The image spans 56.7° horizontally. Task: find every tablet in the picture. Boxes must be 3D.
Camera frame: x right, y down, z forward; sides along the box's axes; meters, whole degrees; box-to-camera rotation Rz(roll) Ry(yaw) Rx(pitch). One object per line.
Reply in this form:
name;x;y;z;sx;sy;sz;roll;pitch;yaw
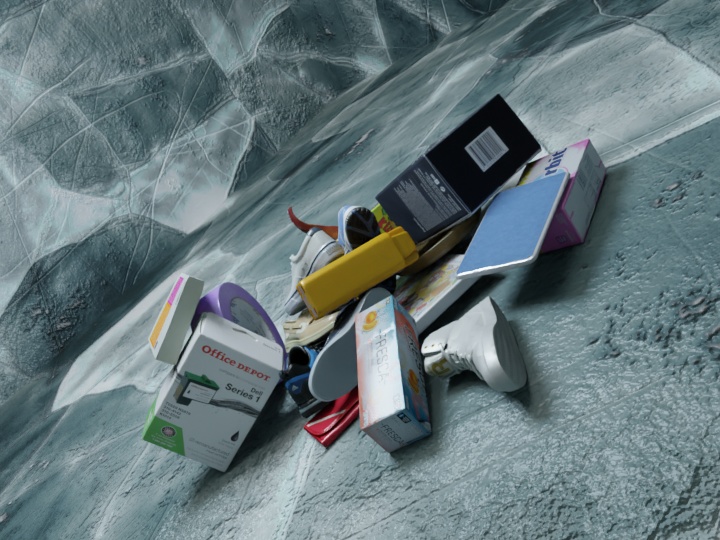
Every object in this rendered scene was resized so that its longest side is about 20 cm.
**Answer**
tablet;0.217;-0.065;0.943;0.130;0.014;0.200;-15;32;43

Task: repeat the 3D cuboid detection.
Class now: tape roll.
tape roll;-0.209;0.121;1.170;0.065;0.201;0.200;-32;20;12

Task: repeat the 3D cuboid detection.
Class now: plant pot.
plant pot;0.137;-0.051;1.168;0.200;0.028;0.200;-39;5;4

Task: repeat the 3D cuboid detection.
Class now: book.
book;-0.300;0.070;1.090;0.134;0.048;0.200;-70;17;-4

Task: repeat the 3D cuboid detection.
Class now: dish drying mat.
dish drying mat;0.003;0.171;0.975;0.200;0.018;0.077;-44;20;-16

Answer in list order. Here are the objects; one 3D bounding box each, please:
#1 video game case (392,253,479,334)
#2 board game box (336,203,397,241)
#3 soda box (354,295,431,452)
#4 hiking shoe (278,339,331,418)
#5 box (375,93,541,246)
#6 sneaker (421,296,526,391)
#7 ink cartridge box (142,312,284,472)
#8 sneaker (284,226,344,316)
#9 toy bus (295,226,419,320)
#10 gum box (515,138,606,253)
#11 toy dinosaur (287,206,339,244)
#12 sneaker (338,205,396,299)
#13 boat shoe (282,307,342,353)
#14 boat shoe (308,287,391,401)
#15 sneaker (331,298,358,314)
video game case;0.094;0.044;1.061;0.200;0.023;0.182;-42;13;-12
board game box;0.054;-0.073;1.218;0.200;0.102;0.048;-41;5;-15
soda box;0.039;0.130;0.873;0.068;0.064;0.201;-30;36;21
hiking shoe;-0.069;0.142;1.040;0.074;0.087;0.200;-32;11;13
box;0.161;-0.164;1.129;0.200;0.124;0.197;-42;3;-26
sneaker;0.133;0.112;0.820;0.115;0.074;0.200;-33;10;15
ink cartridge box;-0.226;0.188;1.035;0.201;0.145;0.084;-59;17;13
sneaker;-0.088;0.001;1.128;0.073;0.071;0.200;-23;-22;-42
toy bus;0.000;0.000;1.034;0.199;0.065;0.078;-30;-4;-17
gum box;0.297;-0.114;1.026;0.113;0.066;0.200;-17;29;43
toy dinosaur;-0.016;-0.046;1.253;0.180;0.201;0.105;-20;38;7
sneaker;0.008;-0.021;1.137;0.075;0.201;0.077;-18;25;-17
boat shoe;-0.083;0.094;1.154;0.072;0.065;0.200;-14;-9;-33
boat shoe;-0.022;0.117;1.001;0.201;0.071;0.091;-54;10;-30
sneaker;-0.046;0.052;1.233;0.078;0.077;0.200;-42;19;-8
